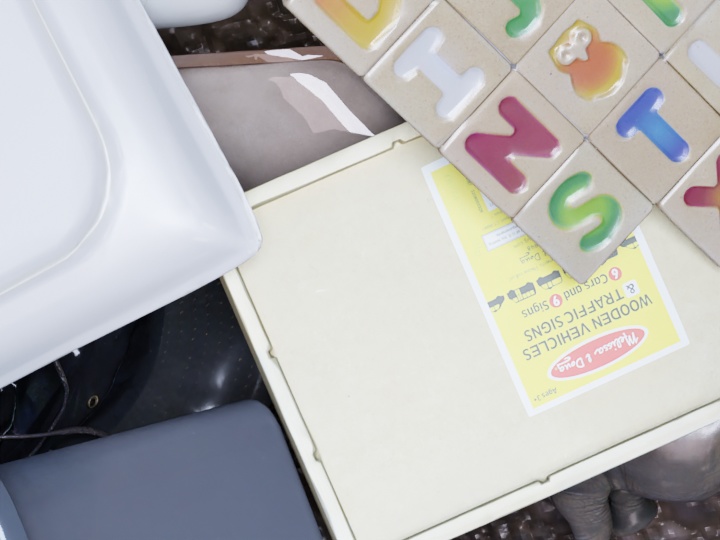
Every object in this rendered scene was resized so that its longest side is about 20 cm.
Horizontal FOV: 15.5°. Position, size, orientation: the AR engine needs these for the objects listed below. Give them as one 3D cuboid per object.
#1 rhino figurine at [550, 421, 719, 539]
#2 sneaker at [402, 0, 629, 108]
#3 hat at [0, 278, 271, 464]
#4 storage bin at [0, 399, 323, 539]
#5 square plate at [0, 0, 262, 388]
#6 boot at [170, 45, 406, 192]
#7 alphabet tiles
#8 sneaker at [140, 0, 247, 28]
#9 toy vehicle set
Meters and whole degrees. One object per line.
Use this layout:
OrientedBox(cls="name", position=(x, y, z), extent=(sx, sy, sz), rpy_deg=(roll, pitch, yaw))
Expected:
OrientedBox(cls="rhino figurine", position=(0.084, 0.061, 0.927), extent=(0.198, 0.060, 0.088), rpy_deg=(-2, 116, 15))
OrientedBox(cls="sneaker", position=(0.087, -0.129, 0.819), extent=(0.199, 0.090, 0.075), rpy_deg=(-31, 112, -3))
OrientedBox(cls="hat", position=(-0.125, 0.022, 0.915), extent=(0.200, 0.201, 0.081), rpy_deg=(33, 161, -8))
OrientedBox(cls="storage bin", position=(-0.064, 0.134, 0.802), extent=(0.145, 0.134, 0.201), rpy_deg=(-26, 85, 52))
OrientedBox(cls="square plate", position=(-0.160, -0.048, 0.799), extent=(0.199, 0.028, 0.199), rpy_deg=(-28, 86, 6))
OrientedBox(cls="boot", position=(0.000, 0.000, 0.874), extent=(0.198, 0.070, 0.148), rpy_deg=(-4, 88, 4))
OrientedBox(cls="alphabet tiles", position=(0.078, -0.097, 0.773), extent=(0.167, 0.006, 0.200), rpy_deg=(-47, 114, 4))
OrientedBox(cls="sneaker", position=(-0.128, -0.065, 0.848), extent=(0.198, 0.073, 0.085), rpy_deg=(-6, 90, 3))
OrientedBox(cls="toy vehicle set", position=(0.062, 0.000, 0.831), extent=(0.199, 0.027, 0.125), rpy_deg=(-23, 89, -4))
